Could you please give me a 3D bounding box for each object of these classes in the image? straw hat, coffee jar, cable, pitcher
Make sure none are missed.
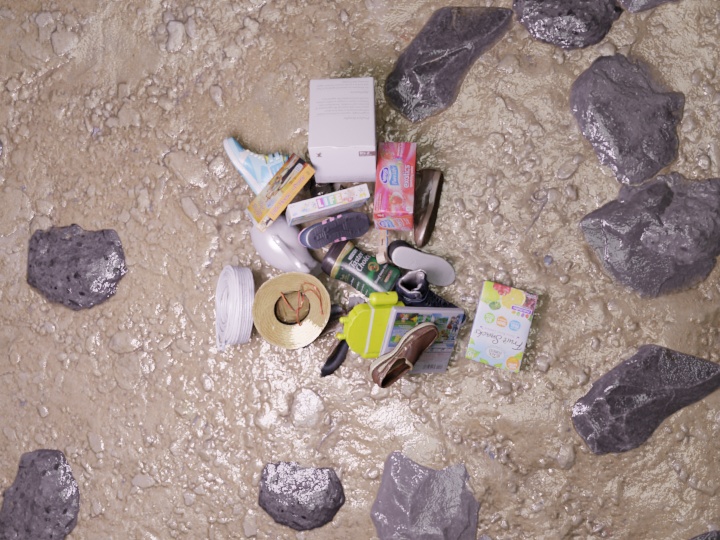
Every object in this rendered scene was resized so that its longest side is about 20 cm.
[{"bbox_3d":[-0.169,0.089,1.701,0.196,0.085,0.206,-1,103,-2],"label":"straw hat"},{"bbox_3d":[0.000,0.000,1.744,0.198,0.086,0.105,29,61,6],"label":"coffee jar"},{"bbox_3d":[-0.320,0.088,1.735,0.068,0.201,0.203,4,56,-25],"label":"cable"},{"bbox_3d":[-0.191,-0.056,1.732,0.121,0.172,0.200,-43,85,-5],"label":"pitcher"}]

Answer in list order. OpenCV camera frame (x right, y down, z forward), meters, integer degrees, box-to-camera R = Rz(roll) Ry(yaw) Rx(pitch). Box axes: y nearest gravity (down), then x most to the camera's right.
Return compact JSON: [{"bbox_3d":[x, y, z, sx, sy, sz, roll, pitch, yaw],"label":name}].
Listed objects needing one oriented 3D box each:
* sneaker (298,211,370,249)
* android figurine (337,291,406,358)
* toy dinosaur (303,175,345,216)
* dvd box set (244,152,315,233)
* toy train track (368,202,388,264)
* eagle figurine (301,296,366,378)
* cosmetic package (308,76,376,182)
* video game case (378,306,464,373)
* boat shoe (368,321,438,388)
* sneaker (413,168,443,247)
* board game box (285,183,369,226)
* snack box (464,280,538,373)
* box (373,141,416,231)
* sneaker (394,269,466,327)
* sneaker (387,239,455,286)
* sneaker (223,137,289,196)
[{"bbox_3d":[-0.069,-0.106,1.716,0.197,0.081,0.072,-16,103,-34],"label":"sneaker"},{"bbox_3d":[0.040,0.137,1.651,0.196,0.041,0.185,-3,119,-20],"label":"android figurine"},{"bbox_3d":[-0.093,-0.198,1.784,0.101,0.077,0.202,-29,91,16],"label":"toy dinosaur"},{"bbox_3d":[-0.204,-0.197,1.695,0.029,0.146,0.201,40,93,-29],"label":"dvd box set"},{"bbox_3d":[0.052,-0.114,1.729,0.113,0.032,0.204,-18,57,33],"label":"toy train track"},{"bbox_3d":[-0.058,0.157,1.733,0.198,0.150,0.154,-34,61,20],"label":"eagle figurine"},{"bbox_3d":[-0.041,-0.346,1.691,0.161,0.166,0.204,-1,68,3],"label":"cosmetic package"},{"bbox_3d":[0.147,0.174,1.681,0.196,0.022,0.186,3,116,-24],"label":"video game case"},{"bbox_3d":[0.114,0.210,1.628,0.202,0.075,0.075,-41,125,3],"label":"boat shoe"},{"bbox_3d":[0.159,-0.163,1.756,0.074,0.070,0.204,13,85,23],"label":"sneaker"},{"bbox_3d":[-0.084,-0.159,1.670,0.196,0.134,0.035,-16,88,-11],"label":"board game box"},{"bbox_3d":[0.356,0.140,1.723,0.139,0.053,0.204,15,91,8],"label":"snack box"},{"bbox_3d":[0.087,-0.210,1.691,0.100,0.095,0.204,3,66,6],"label":"box"},{"bbox_3d":[0.177,0.073,1.695,0.199,0.147,0.078,18,61,6],"label":"sneaker"},{"bbox_3d":[0.152,-0.026,1.746,0.197,0.099,0.072,22,102,-25],"label":"sneaker"},{"bbox_3d":[-0.263,-0.294,1.795,0.130,0.080,0.201,-37,94,6],"label":"sneaker"}]
